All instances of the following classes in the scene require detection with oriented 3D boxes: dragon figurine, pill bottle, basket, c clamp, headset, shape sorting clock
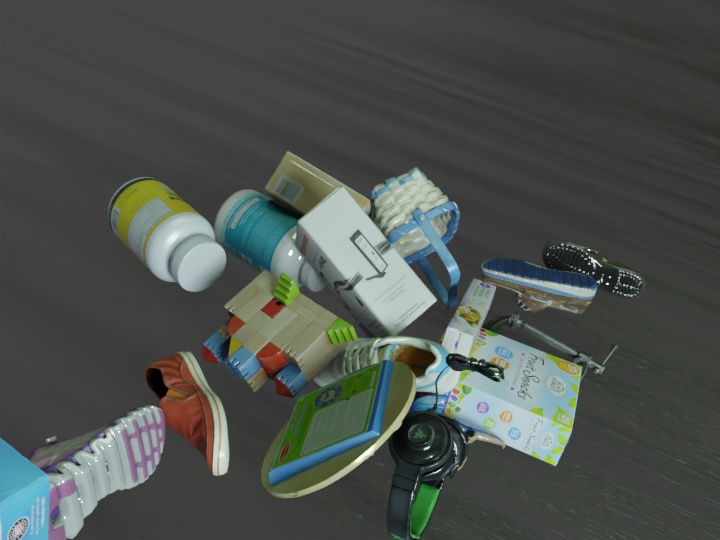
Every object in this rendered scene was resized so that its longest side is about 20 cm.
[{"bbox_3d":[0.089,0.191,0.888,0.199,0.059,0.099,-4,33,-31],"label":"dragon figurine"},{"bbox_3d":[-0.290,-0.052,1.094,0.112,0.113,0.200,-14,40,-42],"label":"pill bottle"},{"bbox_3d":[0.099,-0.045,1.164,0.139,0.177,0.201,-31,69,-9],"label":"basket"},{"bbox_3d":[0.291,0.122,1.151,0.199,0.027,0.171,27,36,19],"label":"c clamp"},{"bbox_3d":[-0.131,-0.043,1.152,0.199,0.111,0.111,31,32,28],"label":"pill bottle"},{"bbox_3d":[0.085,0.186,0.755,0.093,0.201,0.123,12,-10,22],"label":"headset"},{"bbox_3d":[-0.024,0.169,0.783,0.199,0.039,0.200,-28,17,9],"label":"shape sorting clock"}]

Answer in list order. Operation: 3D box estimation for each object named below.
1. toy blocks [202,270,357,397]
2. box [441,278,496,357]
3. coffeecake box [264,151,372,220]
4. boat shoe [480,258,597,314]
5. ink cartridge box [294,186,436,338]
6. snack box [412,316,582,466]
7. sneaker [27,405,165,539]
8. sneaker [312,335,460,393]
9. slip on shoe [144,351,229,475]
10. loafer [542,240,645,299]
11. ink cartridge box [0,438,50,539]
[{"bbox_3d":[-0.116,0.088,0.916,0.199,0.100,0.137,29,62,37],"label":"toy blocks"},{"bbox_3d":[0.156,0.066,1.030,0.038,0.042,0.200,21,23,12],"label":"box"},{"bbox_3d":[-0.062,-0.104,1.204,0.153,0.073,0.200,31,-4,6],"label":"coffeecake box"},{"bbox_3d":[0.302,0.035,1.254,0.199,0.073,0.072,13,29,8],"label":"boat shoe"},{"bbox_3d":[0.000,0.000,1.010,0.084,0.146,0.200,-39,85,-13],"label":"ink cartridge box"},{"bbox_3d":[0.191,0.156,0.989,0.199,0.068,0.169,22,27,11],"label":"snack box"},{"bbox_3d":[-0.275,0.190,0.713,0.088,0.081,0.200,6,20,24],"label":"sneaker"},{"bbox_3d":[0.021,0.113,0.910,0.199,0.081,0.077,-5,66,22],"label":"sneaker"},{"bbox_3d":[-0.192,0.159,0.807,0.061,0.075,0.200,-10,31,-27],"label":"slip on shoe"},{"bbox_3d":[0.448,-0.002,1.407,0.199,0.073,0.071,26,19,10],"label":"loafer"},{"bbox_3d":[-0.361,0.220,0.534,0.145,0.148,0.200,27,30,21],"label":"ink cartridge box"}]
